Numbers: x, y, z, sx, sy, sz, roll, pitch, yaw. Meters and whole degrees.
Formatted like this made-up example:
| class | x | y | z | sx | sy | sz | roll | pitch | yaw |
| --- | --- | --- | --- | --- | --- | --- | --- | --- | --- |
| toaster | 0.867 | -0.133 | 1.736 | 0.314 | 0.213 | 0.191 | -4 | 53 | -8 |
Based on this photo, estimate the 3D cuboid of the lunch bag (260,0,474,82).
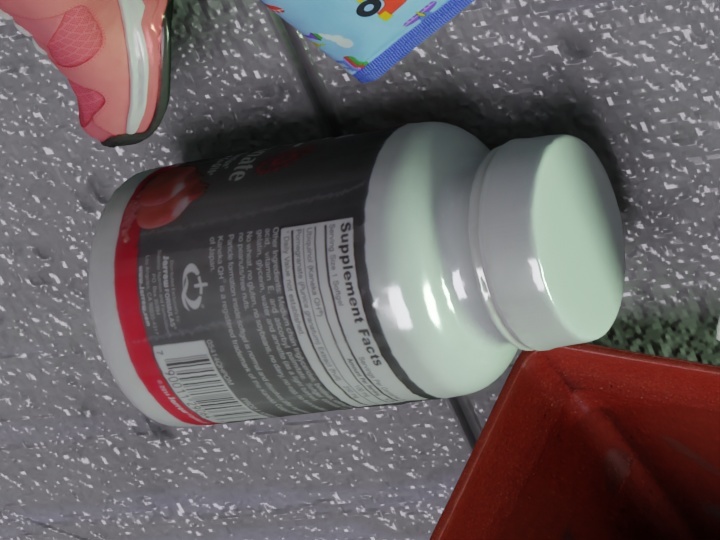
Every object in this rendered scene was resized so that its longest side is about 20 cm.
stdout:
| class | x | y | z | sx | sy | sz | roll | pitch | yaw |
| --- | --- | --- | --- | --- | --- | --- | --- | --- | --- |
| lunch bag | 0.032 | -0.174 | 0.983 | 0.200 | 0.094 | 0.151 | -28 | 142 | 24 |

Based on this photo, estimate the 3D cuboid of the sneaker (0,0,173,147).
| class | x | y | z | sx | sy | sz | roll | pitch | yaw |
| --- | --- | --- | --- | --- | --- | --- | --- | --- | --- |
| sneaker | -0.114 | -0.120 | 1.099 | 0.087 | 0.074 | 0.200 | 2 | 149 | -3 |

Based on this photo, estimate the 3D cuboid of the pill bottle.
| class | x | y | z | sx | sy | sz | roll | pitch | yaw |
| --- | --- | --- | --- | --- | --- | --- | --- | --- | --- |
| pill bottle | 0.000 | 0.000 | 1.155 | 0.200 | 0.111 | 0.111 | -8 | 125 | 29 |

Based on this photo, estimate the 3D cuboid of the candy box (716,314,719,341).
| class | x | y | z | sx | sy | sz | roll | pitch | yaw |
| --- | --- | --- | --- | --- | --- | --- | --- | --- | --- |
| candy box | 0.245 | -0.011 | 1.071 | 0.200 | 0.061 | 0.136 | 17 | 134 | 9 |

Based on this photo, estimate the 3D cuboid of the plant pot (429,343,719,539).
| class | x | y | z | sx | sy | sz | roll | pitch | yaw |
| --- | --- | --- | --- | --- | --- | --- | --- | --- | --- |
| plant pot | 0.146 | 0.168 | 1.165 | 0.200 | 0.200 | 0.176 | 8 | 151 | 40 |
